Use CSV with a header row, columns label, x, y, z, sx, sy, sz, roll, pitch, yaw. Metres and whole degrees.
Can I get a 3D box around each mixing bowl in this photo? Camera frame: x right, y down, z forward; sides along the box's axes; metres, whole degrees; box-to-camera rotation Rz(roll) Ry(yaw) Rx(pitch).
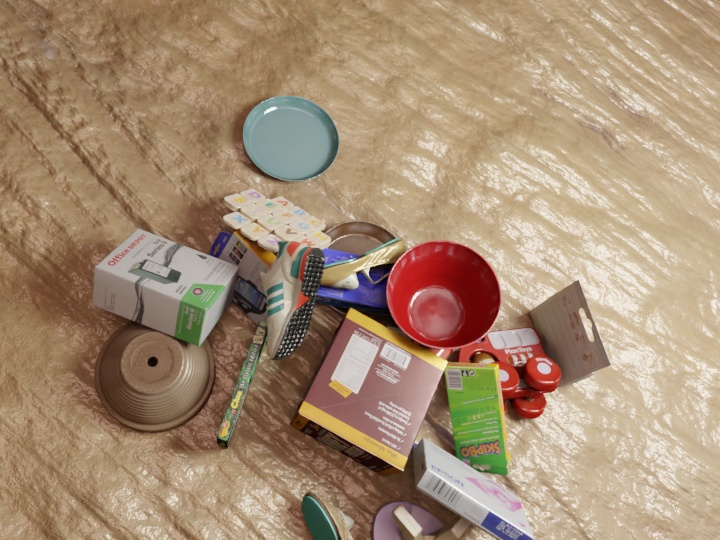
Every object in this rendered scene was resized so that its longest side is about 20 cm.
label,x,y,z,sx,sy,sz,roll,pitch,yaw
mixing bowl,0.142,0.058,1.141,0.197,0.109,0.203,0,67,-1

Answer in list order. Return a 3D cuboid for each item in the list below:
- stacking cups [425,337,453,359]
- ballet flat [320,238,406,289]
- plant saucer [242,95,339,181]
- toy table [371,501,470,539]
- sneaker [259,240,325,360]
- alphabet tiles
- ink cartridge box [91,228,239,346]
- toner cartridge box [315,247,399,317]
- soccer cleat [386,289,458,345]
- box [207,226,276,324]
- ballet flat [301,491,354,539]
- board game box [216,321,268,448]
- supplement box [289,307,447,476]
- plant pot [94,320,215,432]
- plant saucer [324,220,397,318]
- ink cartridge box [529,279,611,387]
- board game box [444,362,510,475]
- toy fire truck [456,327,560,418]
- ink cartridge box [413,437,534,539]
label,x,y,z,sx,sy,sz,roll,pitch,yaw
stacking cups,0.191,0.102,1.231,0.060,0.061,0.200,43,67,6
ballet flat,0.000,0.000,1.143,0.198,0.069,0.064,-21,88,-18
plant saucer,-0.143,-0.268,1.317,0.197,0.027,0.203,5,69,-12
toy table,0.110,0.464,1.043,0.199,0.117,0.184,37,66,4
sneaker,-0.129,0.045,1.069,0.093,0.070,0.202,22,100,28
alphabet tiles,-0.153,-0.091,1.181,0.199,0.015,0.195,32,28,16
ink cartridge box,-0.329,0.025,1.088,0.198,0.085,0.146,20,32,2
toner cartridge box,-0.026,0.019,1.188,0.198,0.043,0.096,12,68,-7
soccer cleat,0.125,0.072,1.226,0.085,0.069,0.200,40,70,3
box,-0.188,0.017,1.146,0.200,0.119,0.041,46,35,8
ballet flat,-0.029,0.450,1.054,0.065,0.070,0.202,-16,74,-47
board game box,-0.198,0.194,1.083,0.023,0.105,0.202,18,66,-1
supplement box,0.012,0.214,1.107,0.196,0.133,0.201,28,66,-1
plant pot,-0.343,0.162,1.070,0.198,0.093,0.203,5,68,-12
plant saucer,0.000,0.000,1.242,0.198,0.035,0.203,4,69,-10
ink cartridge box,0.401,0.118,1.196,0.047,0.200,0.162,-10,72,-16
board game box,0.205,0.260,1.121,0.030,0.095,0.203,-25,110,-58
toy fire truck,0.268,0.184,1.204,0.197,0.113,0.169,-5,44,-13
ink cartridge box,0.178,0.355,1.058,0.195,0.200,0.044,32,97,0
